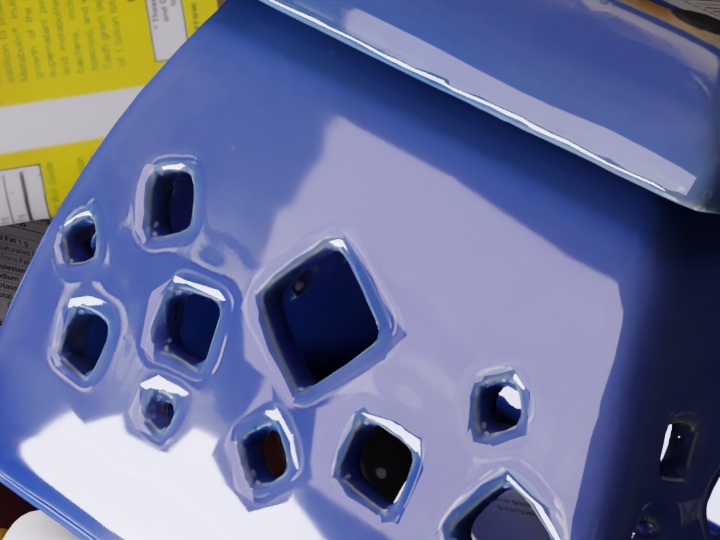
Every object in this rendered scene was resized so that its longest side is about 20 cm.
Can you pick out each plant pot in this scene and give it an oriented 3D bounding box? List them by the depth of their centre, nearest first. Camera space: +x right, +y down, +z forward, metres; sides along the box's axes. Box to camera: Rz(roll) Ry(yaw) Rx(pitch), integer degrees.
[{"bbox_3d":[0.046,0.001,0.687,0.200,0.200,0.180,29,109,33],"label":"plant pot"}]

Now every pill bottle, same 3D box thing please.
[{"bbox_3d":[-0.124,-0.069,0.878,0.109,0.199,0.110,171,90,-84],"label":"pill bottle"}]

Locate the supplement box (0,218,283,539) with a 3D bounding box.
[{"bbox_3d":[-0.143,0.076,0.991,0.197,0.133,0.201,-39,51,38],"label":"supplement box"}]

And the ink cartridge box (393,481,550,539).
[{"bbox_3d":[0.053,0.179,0.759,0.147,0.083,0.200,-59,41,19],"label":"ink cartridge box"}]

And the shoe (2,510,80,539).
[{"bbox_3d":[-0.080,0.172,0.840,0.071,0.200,0.091,2,44,17],"label":"shoe"}]

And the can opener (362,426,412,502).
[{"bbox_3d":[0.000,0.000,0.896,0.079,0.063,0.201,-27,59,44],"label":"can opener"}]
